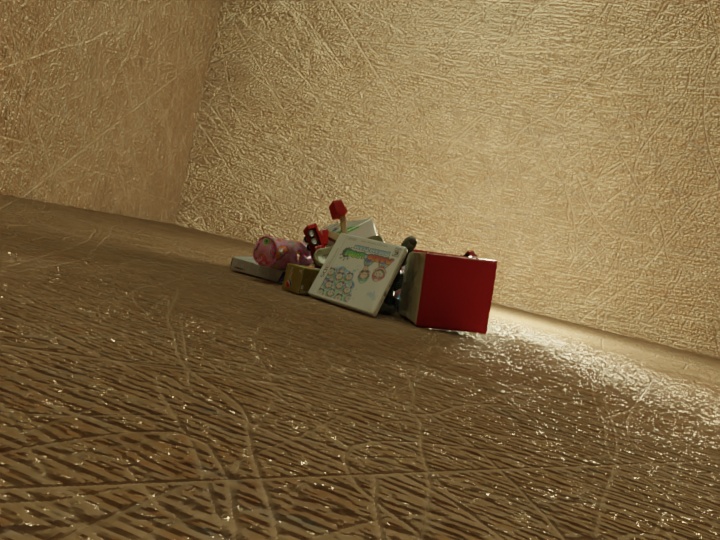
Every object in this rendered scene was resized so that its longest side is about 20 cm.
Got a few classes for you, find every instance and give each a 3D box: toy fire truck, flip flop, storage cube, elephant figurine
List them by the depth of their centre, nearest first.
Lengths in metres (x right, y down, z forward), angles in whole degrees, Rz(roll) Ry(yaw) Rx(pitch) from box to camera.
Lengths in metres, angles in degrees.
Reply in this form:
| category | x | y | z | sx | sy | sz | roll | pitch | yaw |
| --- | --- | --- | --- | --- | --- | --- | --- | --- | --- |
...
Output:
| category | x | y | z | sx | sy | sz | roll | pitch | yaw |
| --- | --- | --- | --- | --- | --- | --- | --- | --- | --- |
| storage cube | 0.208 | 0.044 | 1.270 | 0.178 | 0.202 | 0.171 | 7 | 4 | -11 |
| elephant figurine | 0.056 | 0.001 | 1.313 | 0.154 | 0.202 | 0.141 | 13 | 3 | 12 |
| flip flop | -0.029 | -0.057 | 1.382 | 0.198 | 0.082 | 0.058 | -10 | -37 | -10 |
| toy fire truck | -0.085 | -0.092 | 1.464 | 0.140 | 0.201 | 0.049 | -15 | -11 | -25 |

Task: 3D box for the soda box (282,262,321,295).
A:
| category | x | y | z | sx | sy | sz | roll | pitch | yaw |
| --- | --- | --- | --- | --- | --- | --- | --- | --- | --- |
| soda box | -0.106 | 0.030 | 1.341 | 0.064 | 0.068 | 0.199 | 14 | 2 | 38 |

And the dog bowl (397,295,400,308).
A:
| category | x | y | z | sx | sy | sz | roll | pitch | yaw |
| --- | --- | --- | --- | --- | --- | --- | --- | --- | --- |
| dog bowl | 0.139 | 0.092 | 1.476 | 0.111 | 0.050 | 0.200 | 12 | 3 | -30 |

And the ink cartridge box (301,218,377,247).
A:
| category | x | y | z | sx | sy | sz | roll | pitch | yaw |
| --- | --- | --- | --- | --- | --- | --- | --- | --- | --- |
| ink cartridge box | -0.065 | -0.094 | 1.628 | 0.199 | 0.088 | 0.145 | -4 | 19 | 47 |

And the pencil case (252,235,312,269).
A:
| category | x | y | z | sx | sy | sz | roll | pitch | yaw |
| --- | --- | --- | --- | --- | --- | --- | --- | --- | --- |
| pencil case | -0.210 | -0.046 | 1.420 | 0.087 | 0.088 | 0.200 | 14 | 4 | 24 |

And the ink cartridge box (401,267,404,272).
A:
| category | x | y | z | sx | sy | sz | roll | pitch | yaw |
| --- | --- | --- | --- | --- | --- | --- | --- | --- | --- |
| ink cartridge box | 0.046 | -0.002 | 1.516 | 0.161 | 0.050 | 0.199 | 34 | -46 | -32 |

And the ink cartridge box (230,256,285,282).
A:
| category | x | y | z | sx | sy | sz | roll | pitch | yaw |
| --- | --- | --- | --- | --- | --- | --- | --- | --- | --- |
| ink cartridge box | -0.252 | 0.003 | 1.514 | 0.199 | 0.044 | 0.196 | 17 | 4 | 9 |

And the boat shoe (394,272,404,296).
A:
| category | x | y | z | sx | sy | sz | roll | pitch | yaw |
| --- | --- | --- | --- | --- | --- | --- | --- | --- | --- |
| boat shoe | 0.084 | 0.037 | 1.411 | 0.199 | 0.074 | 0.067 | -21 | -24 | 26 |

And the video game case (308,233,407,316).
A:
| category | x | y | z | sx | sy | sz | roll | pitch | yaw |
| --- | --- | --- | --- | --- | --- | --- | --- | --- | --- |
| video game case | -0.008 | 0.004 | 1.237 | 0.199 | 0.183 | 0.024 | 15 | -23 | 34 |

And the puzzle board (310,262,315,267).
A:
| category | x | y | z | sx | sy | sz | roll | pitch | yaw |
| --- | --- | --- | --- | --- | --- | --- | --- | --- | --- |
| puzzle board | -0.100 | -0.014 | 1.706 | 0.149 | 0.018 | 0.200 | 7 | 2 | -18 |
